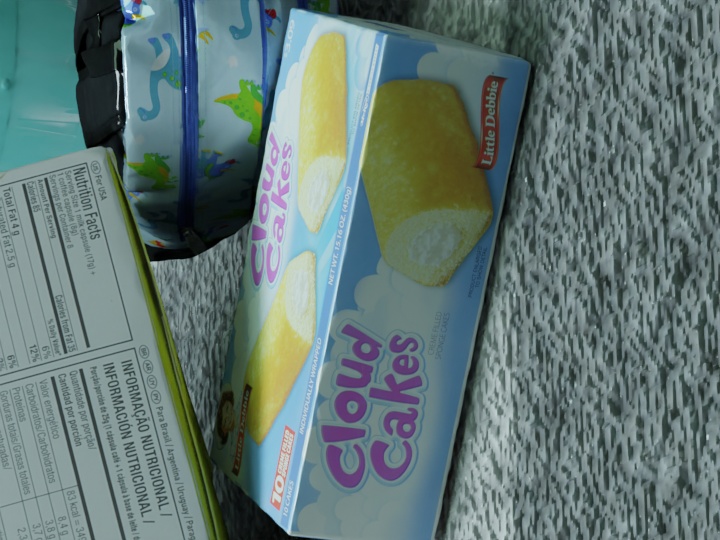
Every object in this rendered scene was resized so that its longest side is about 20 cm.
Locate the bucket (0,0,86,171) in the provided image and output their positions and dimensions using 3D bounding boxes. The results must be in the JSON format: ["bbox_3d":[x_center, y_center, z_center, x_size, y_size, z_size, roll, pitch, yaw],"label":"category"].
[{"bbox_3d":[-0.231,-0.113,1.473,0.207,0.134,0.209,-171,90,-68],"label":"bucket"}]

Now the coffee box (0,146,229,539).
[{"bbox_3d":[-0.167,0.090,1.043,0.200,0.196,0.201,86,167,-73],"label":"coffee box"}]

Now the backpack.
[{"bbox_3d":[-0.074,-0.095,1.087,0.200,0.153,0.164,49,-138,-77],"label":"backpack"}]

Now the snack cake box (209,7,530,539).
[{"bbox_3d":[0.000,0.000,0.966,0.115,0.067,0.202,-153,72,-66],"label":"snack cake box"}]
